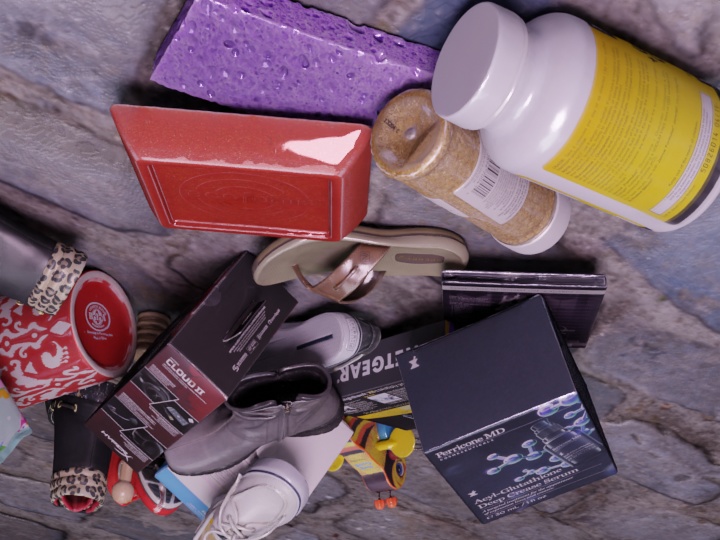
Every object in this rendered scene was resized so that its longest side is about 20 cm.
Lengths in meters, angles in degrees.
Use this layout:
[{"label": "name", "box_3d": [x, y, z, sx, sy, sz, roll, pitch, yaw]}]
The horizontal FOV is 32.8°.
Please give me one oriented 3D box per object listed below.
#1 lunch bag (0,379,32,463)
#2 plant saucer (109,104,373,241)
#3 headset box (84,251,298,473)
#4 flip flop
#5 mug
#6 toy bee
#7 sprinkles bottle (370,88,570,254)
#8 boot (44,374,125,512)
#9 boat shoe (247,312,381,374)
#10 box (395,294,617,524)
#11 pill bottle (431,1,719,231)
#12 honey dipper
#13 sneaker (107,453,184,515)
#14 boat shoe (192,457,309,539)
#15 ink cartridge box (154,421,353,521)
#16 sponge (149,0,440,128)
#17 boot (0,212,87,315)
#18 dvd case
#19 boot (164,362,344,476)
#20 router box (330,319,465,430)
[{"label": "lunch bag", "box_3d": [-0.432, 0.121, 1.135, 0.198, 0.122, 0.172, -9, 118, 34]}, {"label": "plant saucer", "box_3d": [-0.091, -0.069, 0.985, 0.197, 0.037, 0.200, 5, 162, 0]}, {"label": "headset box", "box_3d": [-0.156, 0.083, 1.161, 0.077, 0.149, 0.200, 44, 132, -8]}, {"label": "flip flop", "box_3d": [0.000, 0.000, 1.105, 0.197, 0.058, 0.081, 0, 157, -3]}, {"label": "mug", "box_3d": [-0.330, 0.064, 1.250, 0.198, 0.178, 0.135, -15, 110, 24]}, {"label": "toy bee", "box_3d": [0.025, 0.222, 1.461, 0.198, 0.110, 0.131, 21, 146, -27]}, {"label": "sprinkles bottle", "box_3d": [0.088, -0.071, 0.926, 0.068, 0.069, 0.199, -15, 156, 32]}, {"label": "boot", "box_3d": [-0.329, 0.200, 1.403, 0.073, 0.156, 0.203, 15, 155, -23]}, {"label": "boat shoe", "box_3d": [-0.062, 0.089, 1.267, 0.198, 0.073, 0.070, -12, 163, 42]}, {"label": "box", "box_3d": [0.142, 0.137, 1.154, 0.147, 0.108, 0.200, -23, 144, 10]}, {"label": "pill bottle", "box_3d": [0.152, -0.108, 0.840, 0.198, 0.113, 0.112, 20, 148, -25]}, {"label": "honey dipper", "box_3d": [-0.226, 0.140, 1.252, 0.037, 0.202, 0.038, 4, 153, 2]}, {"label": "sneaker", "box_3d": [-0.268, 0.254, 1.491, 0.076, 0.086, 0.200, 25, -174, -32]}, {"label": "boat shoe", "box_3d": [-0.128, 0.263, 1.279, 0.075, 0.086, 0.202, 44, 140, -8]}, {"label": "ink cartridge box", "box_3d": [-0.116, 0.203, 1.382, 0.125, 0.129, 0.200, 45, 141, -9]}, {"label": "sponge", "box_3d": [-0.042, -0.145, 0.888, 0.198, 0.030, 0.112, 16, 150, -20]}, {"label": "boot", "box_3d": [-0.352, 0.004, 1.132, 0.153, 0.074, 0.203, 29, 141, -17]}, {"label": "dvd case", "box_3d": [0.152, 0.039, 1.173, 0.147, 0.016, 0.200, 2, 161, 5]}, {"label": "boot", "box_3d": [-0.117, 0.139, 1.206, 0.198, 0.070, 0.132, -22, 159, 2]}, {"label": "router box", "box_3d": [0.068, 0.115, 1.288, 0.199, 0.053, 0.156, -20, 151, 41]}]
